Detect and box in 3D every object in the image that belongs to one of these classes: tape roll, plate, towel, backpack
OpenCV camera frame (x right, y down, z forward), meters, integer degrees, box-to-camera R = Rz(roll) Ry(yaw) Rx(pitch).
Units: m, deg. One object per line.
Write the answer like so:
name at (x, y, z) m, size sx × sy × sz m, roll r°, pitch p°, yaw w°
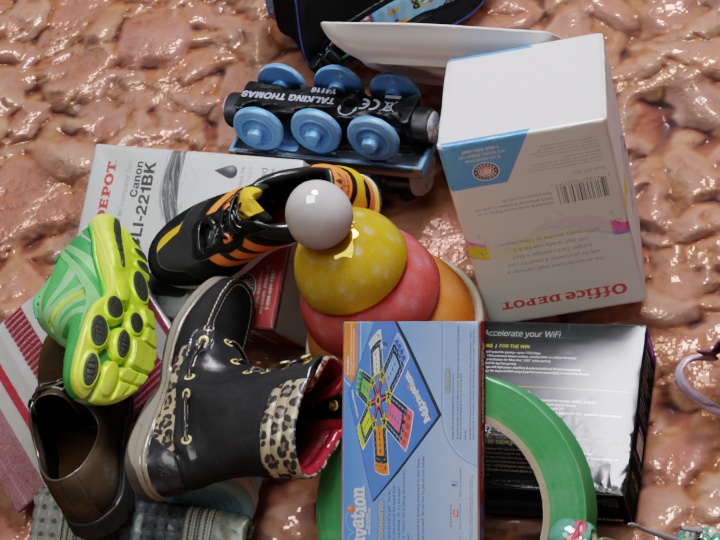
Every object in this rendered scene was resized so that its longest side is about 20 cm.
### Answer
tape roll at (0.069, 0.174, 1.271) m, size 0.200 × 0.048 × 0.201 m, roll -2°, pitch 84°, yaw 17°
plate at (0.091, -0.177, 1.489) m, size 0.199 × 0.199 × 0.032 m, roll 6°, pitch 90°, yaw 22°
towel at (-0.241, 0.084, 1.448) m, size 0.200 × 0.023 × 0.144 m, roll -40°, pitch 70°, yaw 11°
towel at (-0.176, 0.271, 1.319) m, size 0.192 × 0.035 × 0.201 m, roll 3°, pitch 77°, yaw 22°
backpack at (0.015, -0.295, 1.590) m, size 0.200 × 0.183 × 0.135 m, roll -19°, pitch 34°, yaw -12°

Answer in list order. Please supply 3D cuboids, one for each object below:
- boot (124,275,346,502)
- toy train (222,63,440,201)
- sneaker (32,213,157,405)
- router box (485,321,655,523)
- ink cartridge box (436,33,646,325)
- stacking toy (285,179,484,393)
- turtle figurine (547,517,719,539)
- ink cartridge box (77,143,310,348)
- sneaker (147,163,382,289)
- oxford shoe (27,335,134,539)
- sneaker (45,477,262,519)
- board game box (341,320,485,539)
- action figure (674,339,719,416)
boot at (-0.079, 0.082, 1.308) m, size 0.150 × 0.073 × 0.200 m, roll -7°, pitch 42°, yaw 31°
toy train at (-0.021, -0.112, 1.510) m, size 0.199 × 0.114 × 0.087 m, roll 7°, pitch 48°, yaw 22°
sneaker at (-0.206, 0.041, 1.356) m, size 0.083 × 0.074 × 0.200 m, roll -33°, pitch 32°, yaw 18°
router box at (0.117, 0.113, 1.348) m, size 0.199 × 0.051 × 0.149 m, roll 2°, pitch 56°, yaw 19°
ink cartridge box at (0.147, -0.060, 1.380) m, size 0.128 × 0.200 × 0.125 m, roll -9°, pitch 37°, yaw 13°
stacking toy at (0.000, 0.000, 1.311) m, size 0.146 × 0.200 × 0.146 m, roll -12°, pitch 50°, yaw 15°
turtle figurine at (0.184, 0.224, 1.177) m, size 0.150 × 0.200 × 0.101 m, roll -44°, pitch 9°, yaw 3°
ink cartridge box at (-0.135, -0.022, 1.481) m, size 0.199 × 0.084 × 0.145 m, roll 6°, pitch 79°, yaw 23°
sneaker at (-0.088, -0.042, 1.372) m, size 0.200 × 0.090 × 0.070 m, roll -16°, pitch 72°, yaw 17°
oxford shoe at (-0.219, 0.103, 1.352) m, size 0.073 × 0.085 × 0.200 m, roll -24°, pitch 43°, yaw 2°
sneaker at (-0.150, 0.151, 1.405) m, size 0.200 × 0.080 × 0.131 m, roll -6°, pitch 37°, yaw 28°
board game box at (0.037, 0.136, 1.250) m, size 0.103 × 0.019 × 0.201 m, roll -1°, pitch 85°, yaw 16°
action figure at (0.343, 0.021, 1.330) m, size 0.149 × 0.134 × 0.200 m, roll -38°, pitch 21°, yaw 46°
